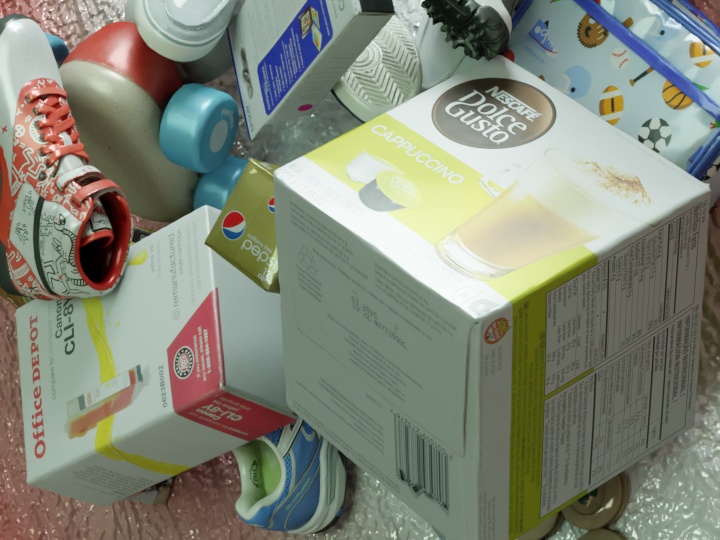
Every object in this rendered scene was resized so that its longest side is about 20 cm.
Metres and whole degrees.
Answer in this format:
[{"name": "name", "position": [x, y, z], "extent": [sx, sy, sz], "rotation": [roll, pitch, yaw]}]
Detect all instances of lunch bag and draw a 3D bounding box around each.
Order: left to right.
[{"name": "lunch bag", "position": [0.173, -0.122, 1.657], "extent": [0.200, 0.075, 0.161], "rotation": [45, 109, 30]}]

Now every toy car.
[{"name": "toy car", "position": [-0.138, -0.156, 1.874], "extent": [0.184, 0.177, 0.201], "rotation": [19, 64, 24]}]

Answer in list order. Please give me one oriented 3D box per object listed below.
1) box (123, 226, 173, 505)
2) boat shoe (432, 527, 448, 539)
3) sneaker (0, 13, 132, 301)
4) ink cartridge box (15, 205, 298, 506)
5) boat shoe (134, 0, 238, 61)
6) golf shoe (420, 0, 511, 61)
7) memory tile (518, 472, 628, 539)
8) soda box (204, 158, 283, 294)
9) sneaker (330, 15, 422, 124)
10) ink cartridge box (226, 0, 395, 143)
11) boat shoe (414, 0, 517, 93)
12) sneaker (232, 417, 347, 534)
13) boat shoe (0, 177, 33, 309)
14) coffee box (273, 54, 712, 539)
[{"name": "box", "position": [-0.158, 0.073, 1.872], "extent": [0.050, 0.075, 0.201], "rotation": [17, 93, 39]}, {"name": "boat shoe", "position": [0.039, 0.093, 1.707], "extent": [0.065, 0.074, 0.201], "rotation": [-28, 75, -7]}, {"name": "sneaker", "position": [-0.208, -0.079, 1.737], "extent": [0.108, 0.067, 0.203], "rotation": [5, 98, 43]}, {"name": "ink cartridge box", "position": [-0.147, 0.064, 1.753], "extent": [0.199, 0.083, 0.146], "rotation": [-27, 57, 33]}, {"name": "boat shoe", "position": [-0.106, -0.233, 1.797], "extent": [0.072, 0.070, 0.201], "rotation": [-56, 8, 44]}, {"name": "golf shoe", "position": [0.070, -0.213, 1.641], "extent": [0.094, 0.078, 0.200], "rotation": [-29, 39, -2]}, {"name": "memory tile", "position": [0.118, 0.184, 1.681], "extent": [0.153, 0.017, 0.201], "rotation": [-15, 73, 34]}, {"name": "soda box", "position": [-0.013, -0.020, 1.671], "extent": [0.064, 0.200, 0.068], "rotation": [36, 104, 30]}, {"name": "sneaker", "position": [-0.014, -0.155, 1.797], "extent": [0.085, 0.075, 0.200], "rotation": [101, 151, -43]}, {"name": "ink cartridge box", "position": [-0.038, -0.173, 1.714], "extent": [0.200, 0.037, 0.095], "rotation": [-42, 55, 55]}, {"name": "boat shoe", "position": [0.078, -0.208, 1.748], "extent": [0.073, 0.067, 0.201], "rotation": [32, 101, 36]}, {"name": "sneaker", "position": [-0.054, 0.089, 1.762], "extent": [0.075, 0.077, 0.201], "rotation": [-6, 87, 43]}, {"name": "boat shoe", "position": [-0.264, -0.008, 1.976], "extent": [0.201, 0.072, 0.068], "rotation": [59, 142, 22]}, {"name": "coffee box", "position": [0.083, 0.018, 1.568], "extent": [0.199, 0.197, 0.201], "rotation": [37, 143, 38]}]
